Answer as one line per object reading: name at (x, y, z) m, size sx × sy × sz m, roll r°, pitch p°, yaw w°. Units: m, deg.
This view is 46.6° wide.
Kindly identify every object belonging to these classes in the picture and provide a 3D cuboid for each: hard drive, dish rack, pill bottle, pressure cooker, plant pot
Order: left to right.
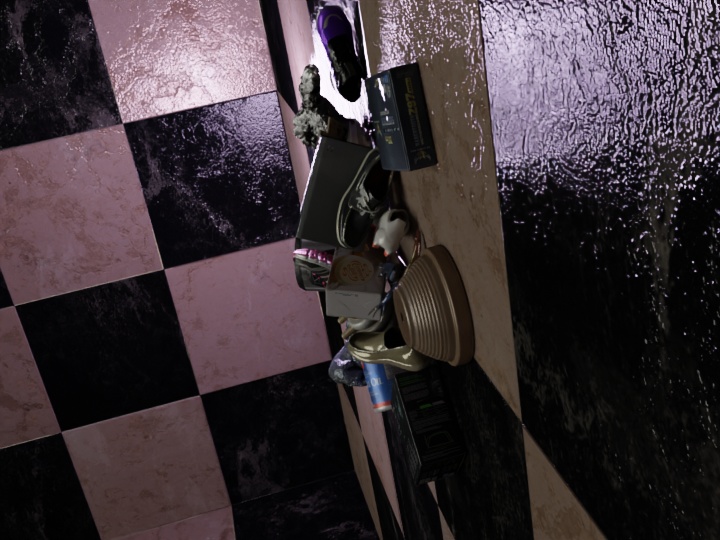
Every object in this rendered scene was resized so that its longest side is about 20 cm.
pressure cooker at (-0.044, -0.039, 1.942) m, size 0.176 × 0.198 × 0.180 m, roll 64°, pitch -151°, yaw -74°
hard drive at (-0.036, -0.146, 1.615) m, size 0.033 × 0.138 × 0.202 m, roll -128°, pitch 52°, yaw -70°
dish rack at (0.011, -0.201, 1.726) m, size 0.172 × 0.043 × 0.202 m, roll -91°, pitch -9°, yaw -68°
pill bottle at (0.059, 0.219, 1.937) m, size 0.112 × 0.111 × 0.202 m, roll 115°, pitch 140°, yaw -77°
plant pot at (0.111, 0.065, 1.386) m, size 0.201 × 0.092 × 0.203 m, roll 167°, pitch 90°, yaw -83°

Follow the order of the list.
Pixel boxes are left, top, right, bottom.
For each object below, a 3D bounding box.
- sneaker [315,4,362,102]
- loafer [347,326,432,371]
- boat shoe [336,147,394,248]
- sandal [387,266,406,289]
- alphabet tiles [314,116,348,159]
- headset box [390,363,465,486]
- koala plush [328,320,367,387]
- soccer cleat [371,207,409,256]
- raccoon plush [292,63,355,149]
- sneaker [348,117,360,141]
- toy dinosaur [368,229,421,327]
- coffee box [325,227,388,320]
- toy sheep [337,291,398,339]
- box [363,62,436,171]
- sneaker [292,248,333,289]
sneaker at (-0.032, -0.422, 1.658) m, size 0.100 × 0.069 × 0.201 m, roll -116°, pitch 7°, yaw -47°
loafer at (0.054, 0.145, 1.665) m, size 0.199 × 0.076 × 0.069 m, roll 6°, pitch 123°, yaw 37°
boat shoe at (0.010, -0.132, 1.576) m, size 0.201 × 0.071 × 0.068 m, roll -67°, pitch 25°, yaw 11°
sandal at (0.077, 0.034, 1.719) m, size 0.200 × 0.048 × 0.076 m, roll 162°, pitch 95°, yaw -83°
alphabet tiles at (-0.059, -0.201, 1.700) m, size 0.166 × 0.006 × 0.202 m, roll 10°, pitch -92°, yaw -69°
headset box at (0.127, 0.303, 1.666) m, size 0.175 × 0.092 × 0.201 m, roll 91°, pitch 164°, yaw -63°
koala plush at (0.009, 0.176, 2.083) m, size 0.177 × 0.182 × 0.202 m, roll -147°, pitch 56°, yaw -78°
soccer cleat at (0.063, -0.089, 1.599) m, size 0.069 × 0.078 × 0.200 m, roll 34°, pitch -163°, yaw -10°
raccoon plush at (-0.062, -0.341, 1.734) m, size 0.096 × 0.134 × 0.201 m, roll 29°, pitch 131°, yaw 16°
sneaker at (-0.017, -0.225, 1.850) m, size 0.073 × 0.115 × 0.202 m, roll 15°, pitch 87°, yaw 44°
toy dinosaur at (0.104, 0.051, 1.565) m, size 0.181 × 0.200 × 0.105 m, roll 27°, pitch -158°, yaw -53°
coffee box at (0.000, 0.000, 1.717) m, size 0.201 × 0.113 × 0.080 m, roll -78°, pitch -9°, yaw -45°
toy sheep at (0.039, 0.112, 1.791) m, size 0.199 × 0.138 × 0.138 m, roll 34°, pitch -161°, yaw -34°
box at (0.060, -0.244, 1.354) m, size 0.200 × 0.051 × 0.159 m, roll -140°, pitch 36°, yaw -76°
sneaker at (-0.063, 0.019, 1.827) m, size 0.074 × 0.198 × 0.088 m, roll -96°, pitch 29°, yaw -71°
